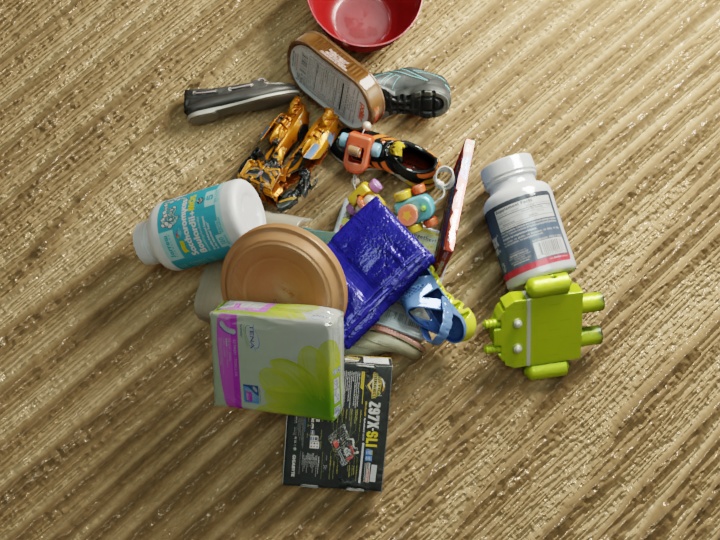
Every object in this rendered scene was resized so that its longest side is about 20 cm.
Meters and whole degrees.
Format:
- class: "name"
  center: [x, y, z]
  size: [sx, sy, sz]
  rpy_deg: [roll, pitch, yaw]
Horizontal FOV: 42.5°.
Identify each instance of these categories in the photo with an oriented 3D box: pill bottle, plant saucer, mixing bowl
- class: "pill bottle"
  center: [0.265, -0.079, 1.501]
  size: [0.117, 0.120, 0.204]
  rpy_deg: [-14, 78, -6]
- class: "pill bottle"
  center: [-0.254, -0.065, 1.440]
  size: [0.197, 0.111, 0.113]
  rpy_deg: [-15, 77, 20]
- class: "plant saucer"
  center: [-0.116, 0.031, 1.365]
  size: [0.196, 0.032, 0.204]
  rpy_deg: [6, 112, 16]
- class: "mixing bowl"
  center: [0.004, -0.451, 1.576]
  size: [0.196, 0.108, 0.204]
  rpy_deg: [1, 77, -4]

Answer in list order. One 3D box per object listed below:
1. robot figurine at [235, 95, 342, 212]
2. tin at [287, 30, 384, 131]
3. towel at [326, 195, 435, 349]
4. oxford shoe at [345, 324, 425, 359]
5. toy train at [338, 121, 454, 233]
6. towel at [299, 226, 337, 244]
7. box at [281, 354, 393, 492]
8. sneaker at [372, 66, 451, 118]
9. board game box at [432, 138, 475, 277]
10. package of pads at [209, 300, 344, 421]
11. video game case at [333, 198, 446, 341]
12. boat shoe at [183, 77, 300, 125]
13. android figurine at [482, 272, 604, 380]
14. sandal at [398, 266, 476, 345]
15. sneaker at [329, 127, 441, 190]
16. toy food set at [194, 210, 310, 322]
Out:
- class: "robot figurine"
  center: [-0.123, -0.188, 1.516]
  size: [0.143, 0.058, 0.201]
  rpy_deg: [22, 67, 28]
- class: "tin"
  center: [-0.044, -0.311, 1.531]
  size: [0.199, 0.113, 0.042]
  rpy_deg: [40, 62, 17]
- class: "towel"
  center: [0.000, 0.000, 1.418]
  size: [0.200, 0.050, 0.148]
  rpy_deg: [-44, 75, -4]
- class: "oxford shoe"
  center: [0.004, 0.120, 1.473]
  size: [0.196, 0.071, 0.075]
  rpy_deg: [13, 80, 11]
- class: "toy train"
  center: [0.043, -0.139, 1.473]
  size: [0.197, 0.056, 0.153]
  rpy_deg: [22, 111, 10]
- class: "towel"
  center: [-0.112, 0.027, 1.482]
  size: [0.144, 0.022, 0.203]
  rpy_deg: [11, 78, 27]
- class: "box"
  center: [-0.036, 0.232, 1.418]
  size: [0.156, 0.049, 0.204]
  rpy_deg: [4, 99, -3]
- class: "sneaker"
  center: [0.058, -0.305, 1.577]
  size: [0.196, 0.076, 0.080]
  rpy_deg: [7, 47, 6]
- class: "board game box"
  center: [0.149, -0.100, 1.490]
  size: [0.019, 0.103, 0.203]
  rpy_deg: [14, 66, 0]
- class: "package of pads"
  center: [-0.119, 0.124, 1.340]
  size: [0.196, 0.068, 0.158]
  rpy_deg: [5, 106, 16]
- class: "video game case"
  center: [0.038, -0.002, 1.522]
  size: [0.197, 0.023, 0.185]
  rpy_deg: [19, 77, 2]
- class: "boat shoe"
  center: [-0.202, -0.296, 1.552]
  size: [0.196, 0.067, 0.058]
  rpy_deg: [-14, 83, -2]
- class: "android figurine"
  center: [0.287, 0.089, 1.462]
  size: [0.196, 0.041, 0.185]
  rpy_deg: [-7, 118, -7]
- class: "sandal"
  center: [0.093, 0.043, 1.449]
  size: [0.200, 0.080, 0.087]
  rpy_deg: [42, 35, 10]
- class: "sneaker"
  center: [0.043, -0.198, 1.530]
  size: [0.197, 0.090, 0.071]
  rpy_deg: [20, 77, 1]
- class: "toy food set"
  center: [-0.171, -0.003, 1.479]
  size: [0.141, 0.060, 0.203]
  rpy_deg: [12, 79, 27]
